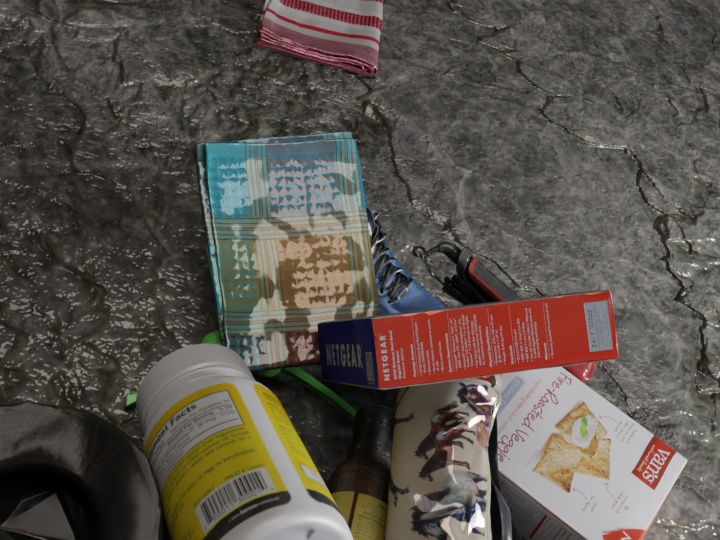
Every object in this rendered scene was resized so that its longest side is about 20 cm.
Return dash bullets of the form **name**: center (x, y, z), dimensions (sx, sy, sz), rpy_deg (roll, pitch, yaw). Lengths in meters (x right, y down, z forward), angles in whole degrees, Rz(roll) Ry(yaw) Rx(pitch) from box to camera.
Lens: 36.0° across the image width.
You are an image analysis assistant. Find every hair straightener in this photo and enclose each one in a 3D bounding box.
- **hair straightener**: center (0.121, 0.043, 1.013), dimensions (0.199, 0.077, 0.041), rpy_deg (37, 56, -11)

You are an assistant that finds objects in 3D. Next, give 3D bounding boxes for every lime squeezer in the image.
- **lime squeezer**: center (-0.095, 0.085, 0.929), dimensions (0.197, 0.038, 0.071), rpy_deg (6, 49, -15)

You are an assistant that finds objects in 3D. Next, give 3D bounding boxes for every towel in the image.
- **towel**: center (-0.042, -0.313, 1.307), dimensions (0.142, 0.023, 0.202), rpy_deg (13, 47, -8)
- **towel**: center (-0.059, -0.019, 0.942), dimensions (0.144, 0.022, 0.203), rpy_deg (-5, 78, -16)

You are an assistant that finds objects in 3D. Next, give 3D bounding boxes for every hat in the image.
- **hat**: center (-0.226, 0.196, 0.760), dimensions (0.197, 0.081, 0.203), rpy_deg (4, 57, -6)

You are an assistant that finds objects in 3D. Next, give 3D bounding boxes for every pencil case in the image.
- **pencil case**: center (0.063, 0.172, 0.807), dimensions (0.088, 0.078, 0.203), rpy_deg (1, 69, 9)

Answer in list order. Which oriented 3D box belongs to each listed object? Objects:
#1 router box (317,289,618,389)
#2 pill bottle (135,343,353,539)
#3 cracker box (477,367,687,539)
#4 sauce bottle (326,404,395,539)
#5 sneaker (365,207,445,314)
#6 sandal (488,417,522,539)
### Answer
- **router box**: center (0.072, 0.052, 0.845), dimensions (0.177, 0.200, 0.050), rpy_deg (-6, 88, -13)
- **pill bottle**: center (-0.092, 0.150, 0.798), dimensions (0.113, 0.116, 0.200), rpy_deg (-7, 36, -24)
- **cracker box**: center (0.160, 0.155, 0.940), dimensions (0.199, 0.058, 0.134), rpy_deg (37, 49, 13)
- **sauce bottle**: center (-0.002, 0.194, 0.846), dimensions (0.064, 0.065, 0.202), rpy_deg (18, 48, -2)
- **sneaker**: center (0.000, 0.000, 0.999), dimensions (0.199, 0.090, 0.079), rpy_deg (34, 49, 12)
- **sandal**: center (0.085, 0.187, 0.856), dimensions (0.075, 0.043, 0.203), rpy_deg (-12, 72, 2)
